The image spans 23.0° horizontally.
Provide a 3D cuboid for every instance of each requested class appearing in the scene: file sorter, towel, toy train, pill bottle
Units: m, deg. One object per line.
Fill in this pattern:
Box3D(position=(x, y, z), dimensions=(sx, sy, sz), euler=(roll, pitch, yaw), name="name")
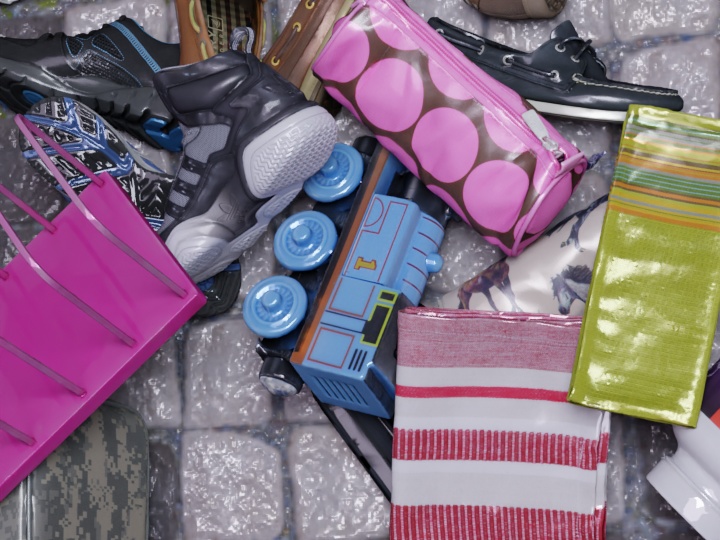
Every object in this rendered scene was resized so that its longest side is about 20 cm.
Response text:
Box3D(position=(-0.232, 0.021, 1.133), dimensions=(0.200, 0.125, 0.139), euler=(-44, 52, 3), name="file sorter")
Box3D(position=(0.191, -0.006, 1.119), dimensions=(0.085, 0.018, 0.202), euler=(9, 77, 19), name="towel")
Box3D(position=(0.000, 0.000, 1.205), dimensions=(0.113, 0.087, 0.201), euler=(13, 67, 23), name="toy train")
Box3D(position=(0.092, 0.126, 1.155), dimensions=(0.143, 0.023, 0.202), euler=(2, 99, 0), name="towel")
Box3D(position=(0.277, 0.086, 1.120), dimensions=(0.112, 0.112, 0.200), euler=(44, 94, 17), name="pill bottle")

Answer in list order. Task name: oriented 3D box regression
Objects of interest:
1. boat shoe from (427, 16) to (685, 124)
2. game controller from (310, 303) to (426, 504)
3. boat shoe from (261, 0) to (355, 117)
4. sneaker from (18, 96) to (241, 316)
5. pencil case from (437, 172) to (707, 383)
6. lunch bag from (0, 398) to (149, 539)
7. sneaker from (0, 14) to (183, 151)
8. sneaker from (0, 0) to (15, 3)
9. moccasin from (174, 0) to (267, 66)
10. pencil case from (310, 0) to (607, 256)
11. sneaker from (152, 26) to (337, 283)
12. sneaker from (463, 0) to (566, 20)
Box3D(position=(0.129, -0.140, 1.216), dimensions=(0.198, 0.074, 0.067), euler=(10, 97, 26), name="boat shoe")
Box3D(position=(0.053, 0.117, 1.221), dimensions=(0.104, 0.042, 0.201), euler=(-35, 74, -8), name="game controller")
Box3D(position=(-0.014, -0.206, 1.266), dimensions=(0.067, 0.072, 0.201), euler=(27, 91, 15), name="boat shoe")
Box3D(position=(-0.160, -0.049, 1.279), dimensions=(0.076, 0.077, 0.200), euler=(-43, 95, -2), name="sneaker")
Box3D(position=(0.155, 0.006, 1.184), dimensions=(0.199, 0.078, 0.090), euler=(-33, 99, 8), name="pencil case")
Box3D(position=(-0.251, 0.191, 1.241), dimensions=(0.167, 0.139, 0.202), euler=(-8, 77, 32), name="lunch bag")
Box3D(position=(-0.199, -0.148, 1.317), dimensions=(0.198, 0.073, 0.083), euler=(15, 69, 11), name="sneaker")
Box3D(position=(-0.301, -0.239, 1.352), dimensions=(0.198, 0.076, 0.081), euler=(-16, 87, 14), name="sneaker")
Box3D(position=(-0.099, -0.205, 1.268), dimensions=(0.078, 0.073, 0.203), euler=(-36, 44, 51), name="moccasin")
Box3D(position=(0.059, -0.106, 1.167), dimensions=(0.200, 0.094, 0.091), euler=(41, 65, 13), name="pencil case")
Box3D(position=(-0.106, -0.074, 1.195), dimensions=(0.200, 0.075, 0.114), euler=(-44, 74, 32), name="sneaker")
Box3D(position=(0.116, -0.275, 1.244), dimensions=(0.075, 0.070, 0.202), euler=(4, 76, 30), name="sneaker")
